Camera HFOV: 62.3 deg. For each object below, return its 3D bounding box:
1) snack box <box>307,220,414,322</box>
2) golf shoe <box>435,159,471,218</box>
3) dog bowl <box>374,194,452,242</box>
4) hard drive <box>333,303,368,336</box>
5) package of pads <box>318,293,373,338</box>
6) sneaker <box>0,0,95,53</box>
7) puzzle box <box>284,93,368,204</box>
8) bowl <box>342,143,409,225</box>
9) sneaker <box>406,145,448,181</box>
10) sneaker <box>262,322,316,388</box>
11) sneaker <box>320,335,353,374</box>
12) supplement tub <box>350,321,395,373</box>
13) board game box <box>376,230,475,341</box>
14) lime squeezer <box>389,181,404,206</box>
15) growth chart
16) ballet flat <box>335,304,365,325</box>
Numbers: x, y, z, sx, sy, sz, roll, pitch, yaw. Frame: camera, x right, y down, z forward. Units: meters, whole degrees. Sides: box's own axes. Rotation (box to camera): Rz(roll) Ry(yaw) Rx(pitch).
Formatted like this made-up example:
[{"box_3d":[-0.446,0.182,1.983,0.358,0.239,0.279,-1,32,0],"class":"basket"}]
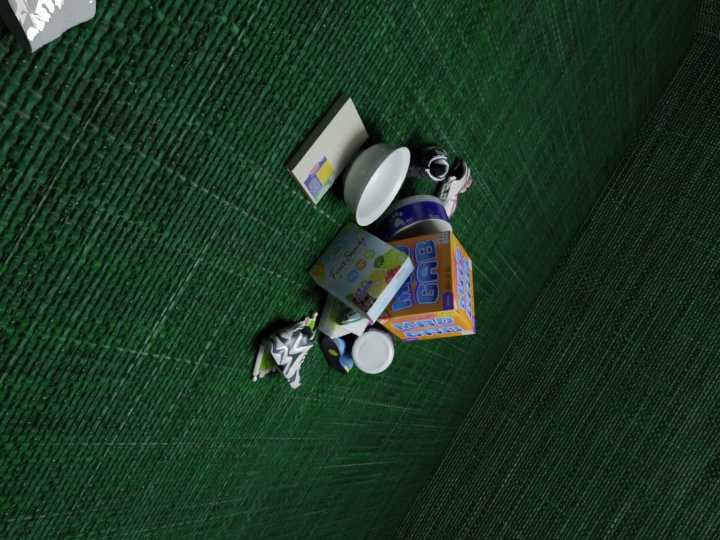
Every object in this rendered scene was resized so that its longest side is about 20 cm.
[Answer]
[{"box_3d":[0.000,0.000,1.428,0.170,0.198,0.068,-52,149,-12],"class":"snack box"},{"box_3d":[0.255,-0.233,1.742,0.202,0.072,0.092,-59,146,-19],"class":"golf shoe"},{"box_3d":[0.139,-0.105,1.570,0.196,0.080,0.201,-13,151,-8],"class":"dog bowl"},{"box_3d":[0.015,0.066,1.558,0.202,0.026,0.132,-60,149,-4],"class":"hard drive"},{"box_3d":[-0.021,0.091,1.619,0.198,0.068,0.157,-12,126,-52],"class":"package of pads"},{"box_3d":[-0.368,-0.362,0.666,0.115,0.073,0.202,-43,157,-28],"class":"sneaker"},{"box_3d":[-0.068,-0.254,1.265,0.201,0.025,0.133,-53,151,-10],"class":"puzzle box"},{"box_3d":[0.021,-0.212,1.356,0.202,0.090,0.202,-49,162,-21],"class":"bowl"},{"box_3d":[0.191,-0.273,1.542,0.198,0.113,0.077,-21,120,-45],"class":"sneaker"},{"box_3d":[-0.152,0.200,1.468,0.129,0.079,0.201,-37,136,-15],"class":"sneaker"},{"box_3d":[-0.059,0.218,1.693,0.079,0.065,0.201,-61,153,-26],"class":"sneaker"},{"box_3d":[0.040,0.217,1.721,0.124,0.121,0.200,-61,177,6],"class":"supplement tub"},{"box_3d":[0.166,0.047,1.502,0.200,0.196,0.204,40,46,-57],"class":"board game box"},{"box_3d":[0.089,-0.164,1.593,0.071,0.037,0.203,-72,172,-55],"class":"lime squeezer"},{"box_3d":[-0.192,0.194,1.504,0.198,0.018,0.147,-24,137,-44],"class":"growth chart"},{"box_3d":[0.004,0.087,1.486,0.199,0.074,0.075,-12,128,-54],"class":"ballet flat"}]
